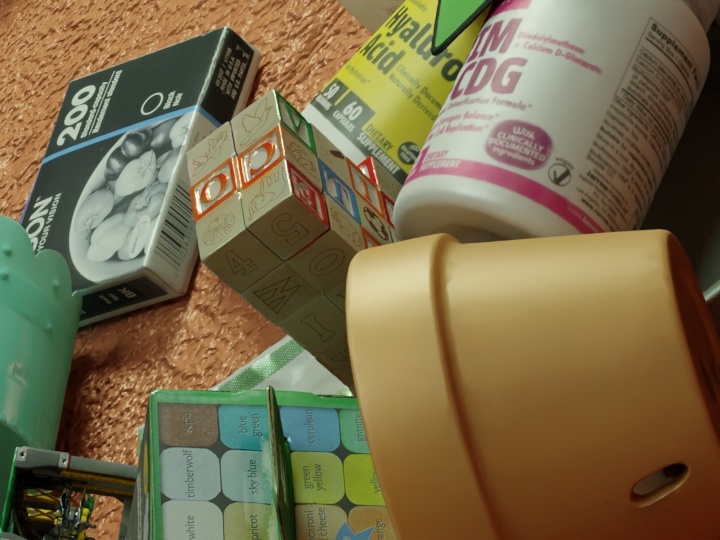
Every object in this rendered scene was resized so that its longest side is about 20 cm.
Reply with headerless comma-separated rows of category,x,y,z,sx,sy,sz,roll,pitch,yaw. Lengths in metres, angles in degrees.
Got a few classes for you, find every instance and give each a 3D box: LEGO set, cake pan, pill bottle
LEGO set,-0.132,0.187,1.419,0.154,0.116,0.200,103,175,-54
cake pan,0.155,-0.034,1.394,0.200,0.037,0.201,-29,38,26
pill bottle,0.104,-0.085,1.366,0.113,0.113,0.200,-2,54,47
pill bottle,0.070,-0.114,1.506,0.200,0.111,0.111,-47,33,0

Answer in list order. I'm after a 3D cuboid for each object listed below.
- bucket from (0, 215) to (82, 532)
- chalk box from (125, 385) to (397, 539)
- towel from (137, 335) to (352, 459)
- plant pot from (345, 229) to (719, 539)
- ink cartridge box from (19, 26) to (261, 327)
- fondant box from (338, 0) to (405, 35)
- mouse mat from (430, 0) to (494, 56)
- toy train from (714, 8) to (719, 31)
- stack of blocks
bucket,-0.266,0.065,1.623,0.207,0.207,0.135,-25,46,30
chalk box,-0.040,0.134,1.256,0.200,0.123,0.125,105,165,-50
towel,-0.058,0.125,1.476,0.149,0.031,0.200,-35,36,20
plant pot,0.092,0.066,1.240,0.140,0.200,0.200,-18,41,13
ink cartridge box,-0.169,-0.048,1.767,0.200,0.043,0.199,-18,44,38
fondant box,0.086,-0.232,1.658,0.144,0.058,0.200,2,58,49
mouse mat,0.095,-0.202,1.422,0.161,0.008,0.200,-44,17,27
toy train,0.243,-0.204,1.424,0.200,0.085,0.114,-36,57,19
stack of blocks,0.000,0.000,1.385,0.059,0.200,0.115,-36,36,18
